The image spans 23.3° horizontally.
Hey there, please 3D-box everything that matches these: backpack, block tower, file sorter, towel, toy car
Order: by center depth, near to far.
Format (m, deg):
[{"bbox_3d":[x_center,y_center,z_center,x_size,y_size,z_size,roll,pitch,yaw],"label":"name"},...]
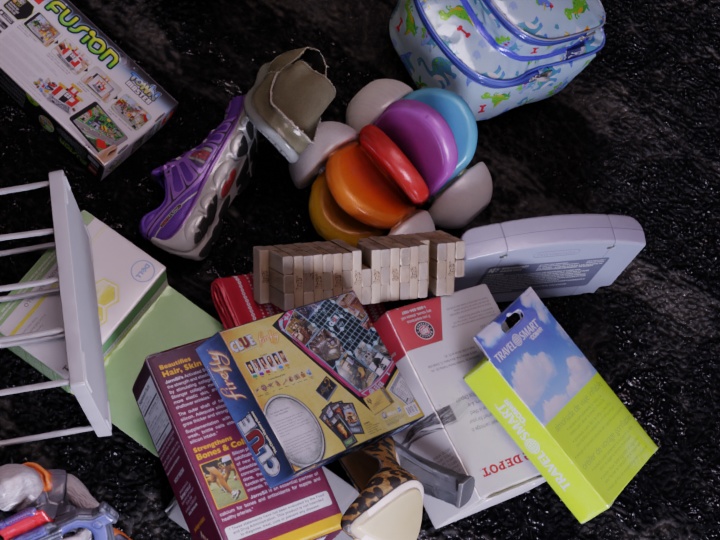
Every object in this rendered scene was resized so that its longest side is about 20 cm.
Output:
[{"bbox_3d":[-0.298,0.039,1.532,0.124,0.139,0.200,-8,67,-2],"label":"file sorter"},{"bbox_3d":[0.000,0.000,1.659,0.200,0.058,0.054,-6,104,-24],"label":"block tower"},{"bbox_3d":[-0.045,0.063,1.686,0.200,0.022,0.145,-7,67,-44],"label":"towel"},{"bbox_3d":[0.040,-0.109,1.749,0.200,0.150,0.175,-39,82,-27],"label":"toy car"},{"bbox_3d":[0.142,-0.266,1.843,0.200,0.147,0.183,-26,77,-31],"label":"backpack"}]

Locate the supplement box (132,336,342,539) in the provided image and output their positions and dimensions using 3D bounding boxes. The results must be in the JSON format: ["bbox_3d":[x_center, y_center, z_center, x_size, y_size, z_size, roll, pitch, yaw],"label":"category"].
[{"bbox_3d":[-0.109,0.161,1.528,0.110,0.086,0.200,-18,73,-24],"label":"supplement box"}]

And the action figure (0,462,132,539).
[{"bbox_3d":[-0.275,0.234,1.498,0.200,0.194,0.105,-19,42,13],"label":"action figure"}]

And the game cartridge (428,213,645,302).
[{"bbox_3d":[0.179,-0.012,1.761,0.199,0.133,0.042,-5,61,-20],"label":"game cartridge"}]

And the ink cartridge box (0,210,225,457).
[{"bbox_3d":[-0.224,0.057,1.626,0.200,0.048,0.146,34,69,13],"label":"ink cartridge box"}]

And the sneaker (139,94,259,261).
[{"bbox_3d":[-0.158,-0.104,1.732,0.083,0.081,0.200,18,54,13],"label":"sneaker"}]

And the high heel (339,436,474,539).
[{"bbox_3d":[-0.005,0.190,1.537,0.142,0.072,0.200,18,14,28],"label":"high heel"}]

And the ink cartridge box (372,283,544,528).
[{"bbox_3d":[0.097,0.129,1.681,0.147,0.083,0.200,-14,71,-42],"label":"ink cartridge box"}]

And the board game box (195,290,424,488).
[{"bbox_3d":[-0.040,0.099,1.523,0.200,0.035,0.136,-15,73,-54],"label":"board game box"}]

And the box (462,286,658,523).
[{"bbox_3d":[0.184,0.126,1.657,0.200,0.048,0.122,51,41,1],"label":"box"}]

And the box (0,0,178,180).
[{"bbox_3d":[-0.292,-0.196,1.749,0.200,0.035,0.110,44,62,4],"label":"box"}]

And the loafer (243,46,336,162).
[{"bbox_3d":[-0.067,-0.175,1.733,0.075,0.070,0.200,45,19,-23],"label":"loafer"}]

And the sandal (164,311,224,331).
[{"bbox_3d":[-0.166,0.070,1.667,0.200,0.045,0.075,16,62,-10],"label":"sandal"}]

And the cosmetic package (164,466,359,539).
[{"bbox_3d":[-0.065,0.232,1.608,0.200,0.090,0.107,38,61,-2],"label":"cosmetic package"}]
